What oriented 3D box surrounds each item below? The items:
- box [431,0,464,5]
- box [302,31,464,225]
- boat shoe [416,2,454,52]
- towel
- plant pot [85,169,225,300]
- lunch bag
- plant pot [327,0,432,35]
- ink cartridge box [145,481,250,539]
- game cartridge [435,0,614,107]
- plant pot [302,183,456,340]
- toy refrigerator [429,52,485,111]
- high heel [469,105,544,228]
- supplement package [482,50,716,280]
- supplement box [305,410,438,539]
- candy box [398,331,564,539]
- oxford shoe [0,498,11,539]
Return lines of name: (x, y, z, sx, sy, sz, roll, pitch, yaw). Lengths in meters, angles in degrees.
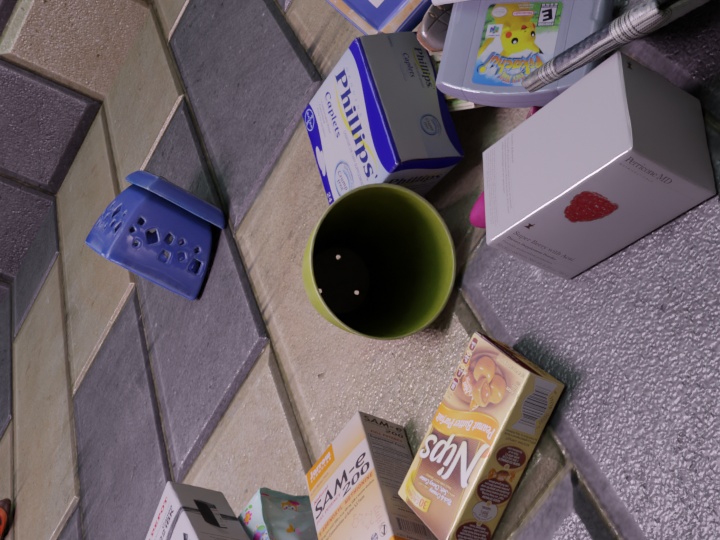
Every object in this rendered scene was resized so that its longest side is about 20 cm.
box: (0.196, -0.369, 1.278, 0.199, 0.037, 0.144, -29, 20, -21)
box: (0.023, -0.179, 1.409, 0.200, 0.104, 0.186, -44, 60, 56)
boat shoe: (0.137, -0.328, 1.386, 0.200, 0.076, 0.072, -39, 0, -35)
towel: (0.280, -0.244, 1.070, 0.199, 0.035, 0.192, -33, 4, -35)
plant pot: (-0.381, -0.076, 2.043, 0.181, 0.199, 0.200, -63, 28, -3)
lunch bag: (-0.106, 0.399, 1.319, 0.171, 0.121, 0.201, -53, 36, 30)
plant pot: (0.046, -0.436, 1.473, 0.200, 0.200, 0.180, -39, 15, 44)
ink cartridge box: (-0.201, 0.365, 1.298, 0.146, 0.083, 0.200, -68, 25, 5)
game cartridge: (0.187, -0.256, 1.252, 0.198, 0.040, 0.135, 5, 76, 29)
plant pot: (0.000, 0.000, 1.377, 0.200, 0.185, 0.189, 159, 128, -71)
toy refrigerator: (0.108, -0.245, 1.412, 0.199, 0.069, 0.077, 5, 106, 60)
high heel: (0.168, -0.115, 1.220, 0.200, 0.095, 0.068, -33, 44, 47)
supplement package: (0.231, -0.098, 1.075, 0.200, 0.120, 0.121, -36, 42, 45)
supplement box: (0.010, 0.282, 1.246, 0.126, 0.073, 0.201, -53, 32, 25)
candy box: (0.124, 0.181, 1.138, 0.202, 0.055, 0.115, -65, 29, 6)
oxford shoe: (-0.872, 0.628, 2.556, 0.201, 0.071, 0.073, -59, 1, 23)
